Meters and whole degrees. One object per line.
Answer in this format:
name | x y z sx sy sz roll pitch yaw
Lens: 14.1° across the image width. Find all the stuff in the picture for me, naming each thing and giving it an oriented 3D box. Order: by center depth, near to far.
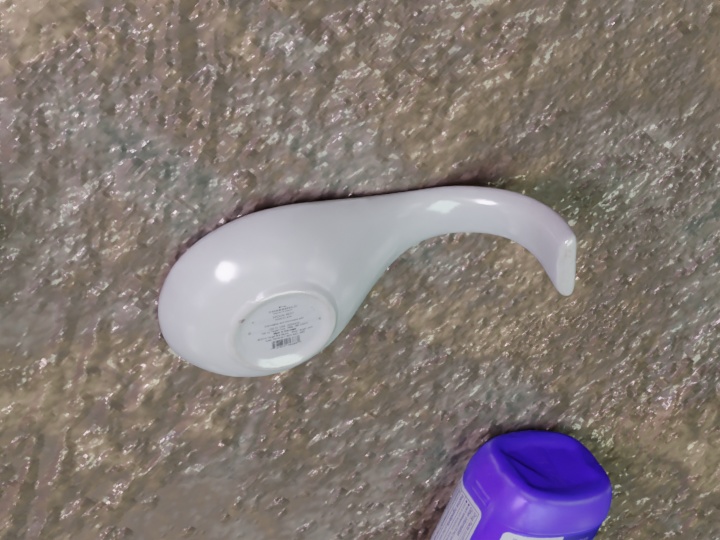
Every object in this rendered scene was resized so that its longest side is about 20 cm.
spoon rest | 0.000 0.000 1.387 0.199 0.061 0.100 -11 136 -11
bottle | 0.067 0.179 1.606 0.083 0.065 0.200 -3 131 -36
